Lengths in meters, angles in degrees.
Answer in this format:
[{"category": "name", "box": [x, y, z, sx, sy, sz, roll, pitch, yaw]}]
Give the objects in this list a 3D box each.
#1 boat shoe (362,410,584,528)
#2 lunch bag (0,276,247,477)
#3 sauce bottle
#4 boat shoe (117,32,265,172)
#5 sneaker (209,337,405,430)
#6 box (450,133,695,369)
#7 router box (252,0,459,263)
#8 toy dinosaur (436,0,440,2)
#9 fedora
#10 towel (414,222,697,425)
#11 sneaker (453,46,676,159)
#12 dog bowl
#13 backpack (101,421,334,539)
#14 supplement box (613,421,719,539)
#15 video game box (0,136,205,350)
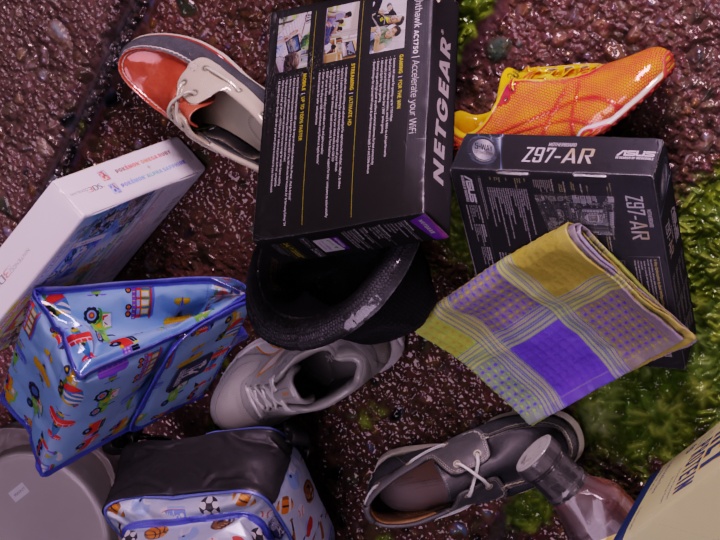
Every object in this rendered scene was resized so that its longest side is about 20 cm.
[{"category": "boat shoe", "box": [0.094, 0.170, 1.683, 0.199, 0.068, 0.072, -19, 101, 25]}, {"category": "lunch bag", "box": [-0.185, 0.072, 1.697, 0.094, 0.199, 0.151, 57, 143, 25]}, {"category": "sauce bottle", "box": [0.207, 0.215, 1.636, 0.200, 0.066, 0.066, 43, 121, -8]}, {"category": "boat shoe", "box": [-0.120, -0.133, 1.655, 0.199, 0.063, 0.072, 30, 121, 12]}, {"category": "sneaker", "box": [-0.060, 0.092, 1.703, 0.199, 0.092, 0.076, -29, 97, 31]}, {"category": "box", "box": [0.166, -0.013, 1.548, 0.159, 0.044, 0.201, 3, 134, 23]}, {"category": "router box", "box": [-0.003, -0.114, 1.549, 0.148, 0.051, 0.202, -8, 65, 27]}, {"category": "toy dinosaur", "box": [0.028, -0.295, 1.502, 0.101, 0.058, 0.200, -41, 80, 5]}, {"category": "fedora", "box": [0.000, 0.000, 1.615, 0.200, 0.202, 0.091, -29, 130, 30]}, {"category": "towel", "box": [0.148, 0.045, 1.566, 0.143, 0.023, 0.200, 41, 136, -18]}, {"category": "sneaker", "box": [0.146, -0.127, 1.534, 0.199, 0.073, 0.078, -24, 98, 28]}, {"category": "dog bowl", "box": [-0.287, 0.226, 1.876, 0.198, 0.059, 0.202, 8, 113, 20]}, {"category": "backpack", "box": [-0.112, 0.233, 1.740, 0.198, 0.155, 0.191, -4, 142, 27]}, {"category": "supplement box", "box": [0.339, 0.206, 1.549, 0.200, 0.134, 0.200, 47, 121, 0]}, {"category": "video game box", "box": [-0.243, -0.016, 1.685, 0.047, 0.182, 0.200, 47, 120, 6]}]
